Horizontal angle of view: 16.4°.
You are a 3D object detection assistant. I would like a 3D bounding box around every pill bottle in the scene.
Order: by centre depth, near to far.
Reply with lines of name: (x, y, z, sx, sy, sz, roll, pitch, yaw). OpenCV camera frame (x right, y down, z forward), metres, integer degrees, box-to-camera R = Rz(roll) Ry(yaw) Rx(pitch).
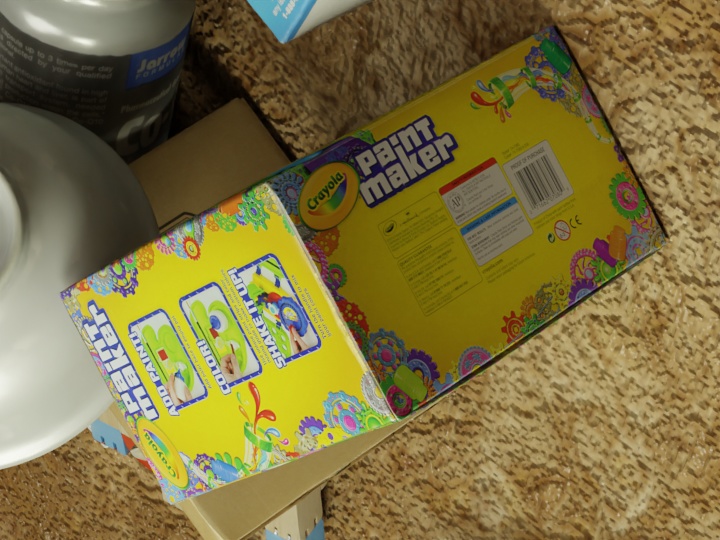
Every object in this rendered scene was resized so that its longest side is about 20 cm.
pill bottle: (-0.150, -0.123, 1.346, 0.114, 0.114, 0.201, 40, 138, 23)

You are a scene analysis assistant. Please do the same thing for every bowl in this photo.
bowl: (-0.204, -0.006, 1.244, 0.201, 0.201, 0.090, 44, 172, 18)

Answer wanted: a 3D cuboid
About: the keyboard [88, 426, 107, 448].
keyboard: (-0.155, 0.027, 1.530, 0.056, 0.011, 0.201, 41, 138, 22)

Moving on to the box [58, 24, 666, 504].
box: (0.000, 0.000, 1.193, 0.192, 0.200, 0.122, -25, 94, 50)

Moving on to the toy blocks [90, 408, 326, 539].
toy blocks: (-0.086, 0.093, 1.442, 0.199, 0.100, 0.137, 25, 145, 22)

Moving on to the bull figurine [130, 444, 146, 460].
bull figurine: (-0.152, 0.036, 1.361, 0.199, 0.122, 0.065, 2, 153, 14)

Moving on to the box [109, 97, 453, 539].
box: (-0.069, 0.027, 1.316, 0.200, 0.163, 0.021, 53, 154, 8)

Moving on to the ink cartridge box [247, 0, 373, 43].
ink cartridge box: (-0.022, -0.239, 1.108, 0.200, 0.144, 0.147, 51, 142, 11)
